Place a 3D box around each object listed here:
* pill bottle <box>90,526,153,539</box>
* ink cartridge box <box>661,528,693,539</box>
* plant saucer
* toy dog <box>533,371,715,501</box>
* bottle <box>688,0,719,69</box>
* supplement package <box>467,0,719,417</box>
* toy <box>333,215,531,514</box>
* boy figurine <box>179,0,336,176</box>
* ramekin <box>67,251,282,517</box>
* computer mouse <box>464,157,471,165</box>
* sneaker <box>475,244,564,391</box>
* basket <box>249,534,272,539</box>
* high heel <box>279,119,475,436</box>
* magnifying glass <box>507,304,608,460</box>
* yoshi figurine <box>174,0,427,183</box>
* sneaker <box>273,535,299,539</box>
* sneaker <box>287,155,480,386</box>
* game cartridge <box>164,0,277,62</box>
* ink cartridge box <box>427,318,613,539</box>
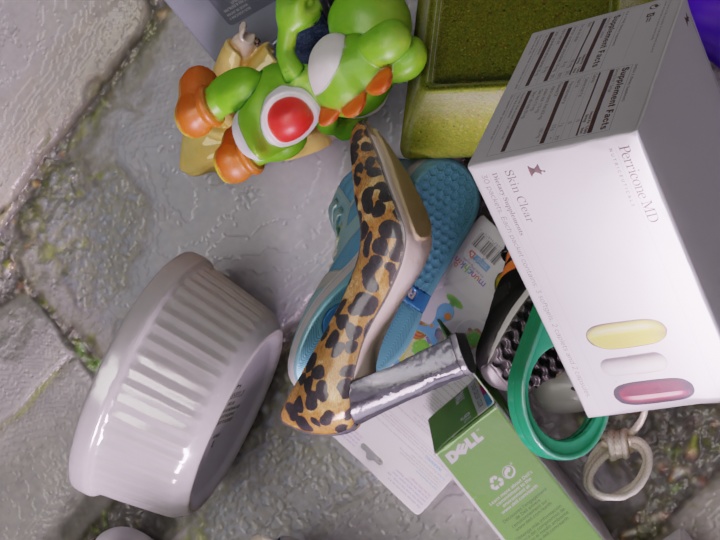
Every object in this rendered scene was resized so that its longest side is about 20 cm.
[{"bbox_3d":[-0.247,0.304,1.299,0.199,0.109,0.110,-34,80,21],"label":"pill bottle"},{"bbox_3d":[0.192,0.305,1.109,0.199,0.084,0.145,-39,97,20],"label":"ink cartridge box"},{"bbox_3d":[0.120,-0.183,1.086,0.198,0.048,0.202,0,73,25],"label":"plant saucer"},{"bbox_3d":[0.212,0.060,1.082,0.198,0.096,0.133,-26,47,10],"label":"toy dog"},{"bbox_3d":[0.303,-0.162,1.069,0.198,0.065,0.085,14,99,22],"label":"bottle"},{"bbox_3d":[0.172,-0.038,0.973,0.110,0.156,0.201,-11,122,31],"label":"supplement package"},{"bbox_3d":[0.069,0.070,1.185,0.115,0.047,0.200,42,99,3],"label":"toy"},{"bbox_3d":[-0.063,-0.135,1.216,0.124,0.065,0.200,36,123,-24],"label":"boy figurine"},{"bbox_3d":[-0.135,0.096,1.202,0.094,0.202,0.204,26,102,8],"label":"ramekin"},{"bbox_3d":[0.127,-0.150,1.144,0.140,0.046,0.202,-28,63,31],"label":"computer mouse"},{"bbox_3d":[0.130,-0.001,1.113,0.090,0.070,0.201,11,60,50],"label":"sneaker"},{"bbox_3d":[-0.078,0.311,1.177,0.135,0.123,0.201,35,145,17],"label":"basket"},{"bbox_3d":[-0.016,0.006,1.069,0.141,0.071,0.202,-24,70,17],"label":"high heel"},{"bbox_3d":[0.133,0.025,1.042,0.022,0.079,0.203,-8,82,57],"label":"magnifying glass"},{"bbox_3d":[-0.033,-0.145,1.130,0.199,0.112,0.113,-19,82,34],"label":"yoshi figurine"},{"bbox_3d":[0.021,0.252,1.212,0.199,0.073,0.071,30,94,10],"label":"sneaker"},{"bbox_3d":[0.000,0.000,1.166,0.079,0.130,0.201,40,82,-24],"label":"sneaker"},{"bbox_3d":[-0.060,-0.243,1.193,0.199,0.041,0.134,-24,121,25],"label":"game cartridge"},{"bbox_3d":[0.099,0.136,1.114,0.059,0.104,0.201,-38,96,5],"label":"ink cartridge box"}]
